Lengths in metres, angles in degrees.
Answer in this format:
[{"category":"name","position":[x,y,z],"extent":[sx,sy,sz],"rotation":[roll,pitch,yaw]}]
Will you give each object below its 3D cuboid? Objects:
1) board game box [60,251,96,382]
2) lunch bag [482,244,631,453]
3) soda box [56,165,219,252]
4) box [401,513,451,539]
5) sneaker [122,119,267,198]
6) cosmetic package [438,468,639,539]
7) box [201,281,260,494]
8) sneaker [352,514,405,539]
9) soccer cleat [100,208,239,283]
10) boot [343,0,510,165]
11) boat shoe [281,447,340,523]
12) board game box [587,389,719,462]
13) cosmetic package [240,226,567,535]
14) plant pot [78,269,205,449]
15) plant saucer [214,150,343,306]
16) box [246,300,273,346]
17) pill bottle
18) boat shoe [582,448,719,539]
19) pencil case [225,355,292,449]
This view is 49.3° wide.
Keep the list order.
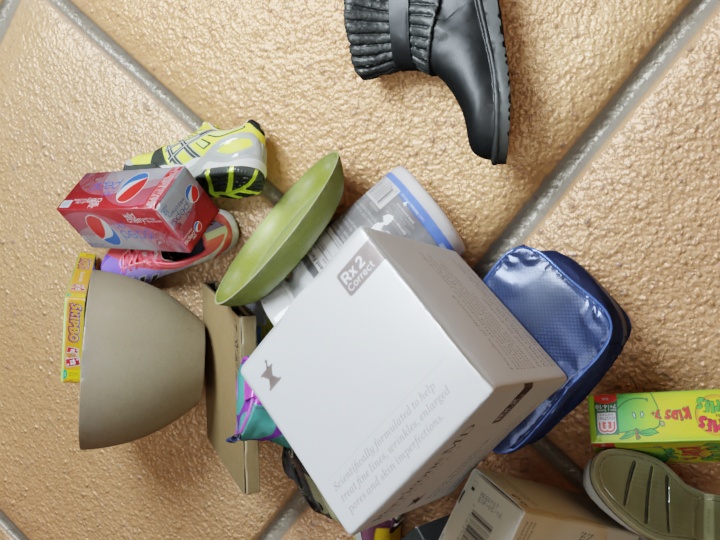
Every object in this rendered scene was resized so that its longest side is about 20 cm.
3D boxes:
[{"category":"board game box","position":[-0.333,0.048,0.933],"extent":[0.029,0.200,0.098],"rotation":[3,106,-19]},{"category":"lunch bag","position":[0.166,0.084,0.783],"extent":[0.136,0.131,0.201],"rotation":[47,109,24]},{"category":"soda box","position":[-0.254,-0.068,0.886],"extent":[0.197,0.064,0.070],"rotation":[4,141,40]},{"category":"box","position":[0.080,0.376,0.839],"extent":[0.150,0.123,0.201],"rotation":[55,125,29]},{"category":"sneaker","position":[-0.187,-0.125,0.906],"extent":[0.196,0.075,0.078],"rotation":[0,67,25]},{"category":"cosmetic package","position":[0.168,0.263,0.743],"extent":[0.073,0.198,0.105],"rotation":[32,98,52]},{"category":"box","position":[-0.152,0.128,0.904],"extent":[0.021,0.163,0.205],"rotation":[-6,105,-25]},{"category":"sneaker","position":[0.036,0.251,0.896],"extent":[0.088,0.075,0.205],"rotation":[-7,101,21]},{"category":"soccer cleat","position":[-0.241,-0.023,0.933],"extent":[0.196,0.073,0.070],"rotation":[-16,96,21]},{"category":"boot","position":[0.069,-0.202,0.784],"extent":[0.154,0.079,0.217],"rotation":[-8,88,13]},{"category":"boat shoe","position":[-0.061,0.215,0.903],"extent":[0.063,0.073,0.203],"rotation":[-7,116,27]},{"category":"board game box","position":[0.326,0.152,0.756],"extent":[0.195,0.102,0.049],"rotation":[-6,64,20]},{"category":"cosmetic package","position":[0.042,0.088,0.664],"extent":[0.165,0.199,0.166],"rotation":[-49,65,18]},{"category":"plant pot","position":[-0.252,0.106,0.919],"extent":[0.131,0.200,0.205],"rotation":[4,105,-15]},{"category":"plant saucer","position":[-0.078,-0.037,0.818],"extent":[0.031,0.201,0.200],"rotation":[38,113,-16]},{"category":"box","position":[-0.052,0.081,0.905],"extent":[0.195,0.048,0.120],"rotation":[4,102,20]},{"category":"pill bottle","position":[0.000,0.000,0.803],"extent":[0.199,0.114,0.114],"rotation":[-41,87,2]},{"category":"boat shoe","position":[0.293,0.235,0.772],"extent":[0.197,0.076,0.068],"rotation":[27,155,-13]},{"category":"pencil case","position":[-0.033,0.150,0.800],"extent":[0.196,0.092,0.087],"rotation":[15,75,-15]}]
